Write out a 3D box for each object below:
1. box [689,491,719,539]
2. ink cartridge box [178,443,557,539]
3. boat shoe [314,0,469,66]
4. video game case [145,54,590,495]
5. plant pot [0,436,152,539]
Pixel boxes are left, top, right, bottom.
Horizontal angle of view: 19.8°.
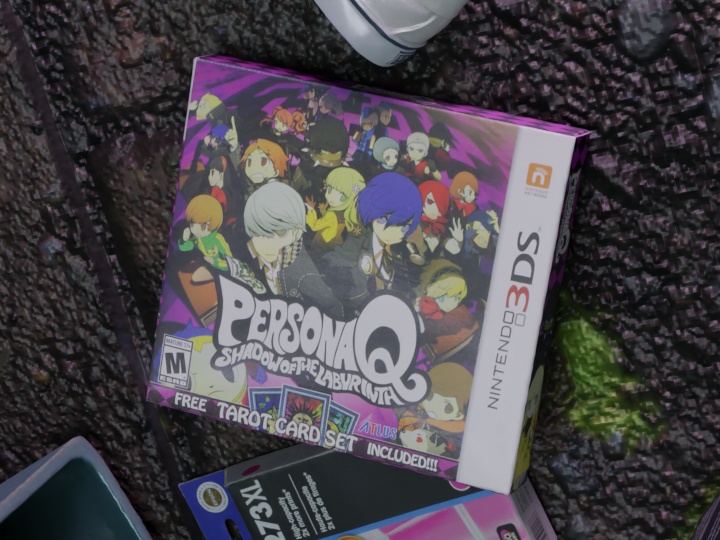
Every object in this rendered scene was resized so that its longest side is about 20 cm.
[{"bbox_3d":[0.265,0.137,0.933,0.196,0.117,0.200,32,129,6],"label":"box"},{"bbox_3d":[-0.003,0.134,1.100,0.200,0.037,0.095,-20,103,29],"label":"ink cartridge box"},{"bbox_3d":[-0.017,-0.194,0.946,0.086,0.075,0.202,-34,98,30],"label":"boat shoe"},{"bbox_3d":[0.000,0.000,1.022,0.199,0.036,0.182,14,103,16],"label":"video game case"},{"bbox_3d":[-0.219,0.245,1.146,0.200,0.196,0.197,-25,101,36],"label":"plant pot"}]
